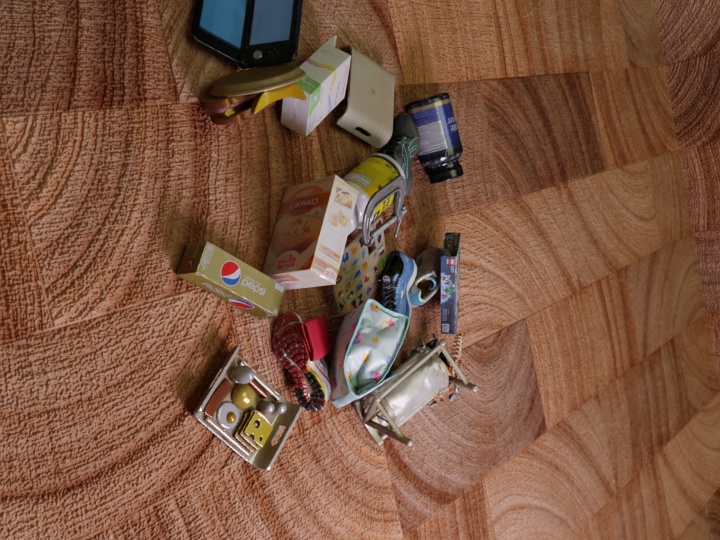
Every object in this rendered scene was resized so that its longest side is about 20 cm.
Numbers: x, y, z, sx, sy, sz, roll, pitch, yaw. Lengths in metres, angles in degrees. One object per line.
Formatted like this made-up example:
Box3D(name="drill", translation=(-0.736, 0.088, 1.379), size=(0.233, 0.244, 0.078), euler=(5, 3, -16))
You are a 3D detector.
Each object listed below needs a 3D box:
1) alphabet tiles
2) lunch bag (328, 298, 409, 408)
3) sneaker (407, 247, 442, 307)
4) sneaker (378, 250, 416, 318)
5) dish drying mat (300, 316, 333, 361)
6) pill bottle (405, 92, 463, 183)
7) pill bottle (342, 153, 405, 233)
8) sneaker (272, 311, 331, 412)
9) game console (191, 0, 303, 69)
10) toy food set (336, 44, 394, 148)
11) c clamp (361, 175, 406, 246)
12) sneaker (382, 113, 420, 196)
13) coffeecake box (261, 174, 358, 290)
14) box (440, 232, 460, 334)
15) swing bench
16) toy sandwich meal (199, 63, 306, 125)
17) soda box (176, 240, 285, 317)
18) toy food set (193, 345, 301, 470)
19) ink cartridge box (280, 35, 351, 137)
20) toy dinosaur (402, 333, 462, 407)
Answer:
Box3D(name="alphabet tiles", translation=(0.000, 0.000, 1.695), size=(0.200, 0.008, 0.168), euler=(-45, 140, -40))
Box3D(name="lunch bag", translation=(0.004, 0.179, 1.596), size=(0.121, 0.170, 0.201), euler=(24, 69, -10))
Box3D(name="sneaker", translation=(0.159, 0.017, 1.852), size=(0.077, 0.080, 0.200), euler=(56, 49, -23))
Box3D(name="sneaker", translation=(0.068, 0.047, 1.749), size=(0.089, 0.078, 0.202), euler=(40, 51, -50))
Box3D(name="dish drying mat", translation=(-0.085, 0.133, 1.546), size=(0.200, 0.018, 0.077), euler=(1, 71, -83))
Box3D(name="pill bottle", translation=(0.184, -0.318, 1.898), size=(0.112, 0.111, 0.202), euler=(-26, 104, -45))
Box3D(name="pill bottle", translation=(0.003, -0.160, 1.688), size=(0.200, 0.112, 0.113), euler=(-45, 116, -39))
Box3D(name="sneaker", translation=(-0.115, 0.177, 1.565), size=(0.082, 0.077, 0.202), euler=(-34, 108, -71))
Box3D(name="game console", translation=(-0.210, -0.502, 1.497), size=(0.118, 0.169, 0.202), euler=(49, 41, -64))
Box3D(name="toy food set", translation=(0.007, -0.393, 1.770), size=(0.143, 0.060, 0.202), euler=(22, 61, -42))
Box3D(name="c clamp", translation=(0.053, -0.112, 1.666), size=(0.200, 0.027, 0.172), euler=(-34, 144, -52))
Box3D(name="sneaker", translation=(0.089, -0.271, 1.812), size=(0.079, 0.075, 0.202), euler=(18, 72, -56))
Box3D(name="coffeecake box", translation=(-0.100, -0.071, 1.540), size=(0.073, 0.153, 0.202), euler=(31, 64, -39))
Box3D(name="box", translation=(0.213, 0.029, 1.850), size=(0.137, 0.037, 0.202), euler=(-68, 158, -61))
Box3D(name="swing bench", translation=(0.104, 0.261, 1.658), size=(0.198, 0.200, 0.130), euler=(-37, 92, -21))
Box3D(name="toy sandwich meal", translation=(-0.193, -0.329, 1.462), size=(0.205, 0.204, 0.071), euler=(-34, 123, -43))
Box3D(name="soda box", translation=(-0.236, 0.019, 1.448), size=(0.200, 0.067, 0.064), euler=(34, 62, -39))
Box3D(name="toy food set", translation=(-0.202, 0.255, 1.449), size=(0.200, 0.060, 0.144), euler=(49, 53, -30))
Box3D(name="ink cartridge box", translation=(-0.081, -0.384, 1.620), size=(0.200, 0.067, 0.118), euler=(-53, 166, -36))
Box3D(name="toy dinosaur", translation=(0.187, 0.222, 1.810), size=(0.201, 0.136, 0.102), euler=(-54, 153, 15))
